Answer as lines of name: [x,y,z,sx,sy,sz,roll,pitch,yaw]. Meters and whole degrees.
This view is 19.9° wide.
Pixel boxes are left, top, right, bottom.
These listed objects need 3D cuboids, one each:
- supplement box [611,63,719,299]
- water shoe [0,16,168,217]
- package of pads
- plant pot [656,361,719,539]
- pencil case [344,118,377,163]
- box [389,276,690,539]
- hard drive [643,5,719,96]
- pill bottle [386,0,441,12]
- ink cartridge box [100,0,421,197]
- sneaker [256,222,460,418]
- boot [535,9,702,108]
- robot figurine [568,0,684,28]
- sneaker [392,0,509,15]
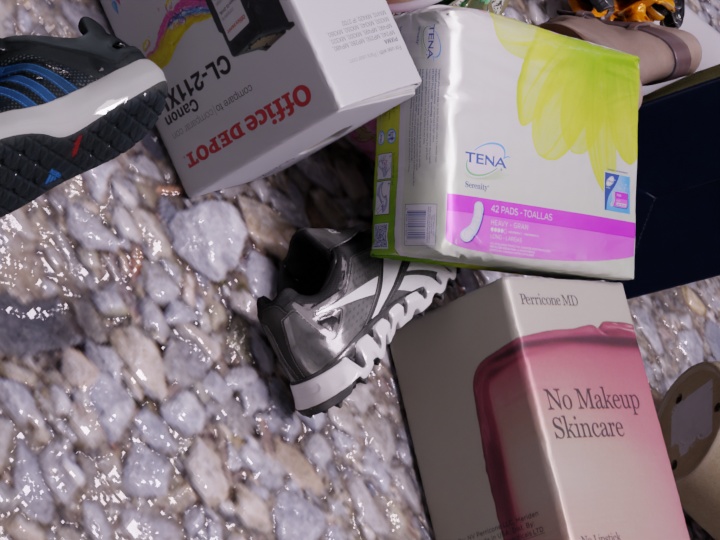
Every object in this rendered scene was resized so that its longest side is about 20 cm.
supplement box: [0.294,-0.088,1.512,0.199,0.199,0.135,-25,96,-45]
water shoe: [-0.195,-0.082,1.119,0.079,0.072,0.200,42,38,18]
package of pads: [0.095,-0.078,1.281,0.199,0.068,0.156,6,84,-45]
plant pot: [0.313,0.143,1.468,0.199,0.187,0.188,25,52,-19]
pencil case: [0.018,-0.111,1.330,0.200,0.086,0.083,38,35,-29]
box: [0.116,0.115,1.301,0.127,0.109,0.202,2,69,-46]
hard drive: [0.281,-0.146,1.684,0.199,0.027,0.133,32,50,-34]
pill bottle: [0.009,-0.269,1.284,0.201,0.115,0.116,68,27,-48]
ink cartridge box: [-0.073,-0.164,1.216,0.083,0.145,0.201,-22,86,-49]
sneaker: [0.000,0.000,1.269,0.091,0.066,0.200,56,42,-13]
boot: [0.185,-0.149,1.468,0.145,0.200,0.071,-7,111,-30]
robot figurine: [0.190,-0.272,1.602,0.144,0.058,0.202,7,65,-46]
sneaker: [0.067,-0.195,1.428,0.200,0.088,0.077,-33,95,-50]
